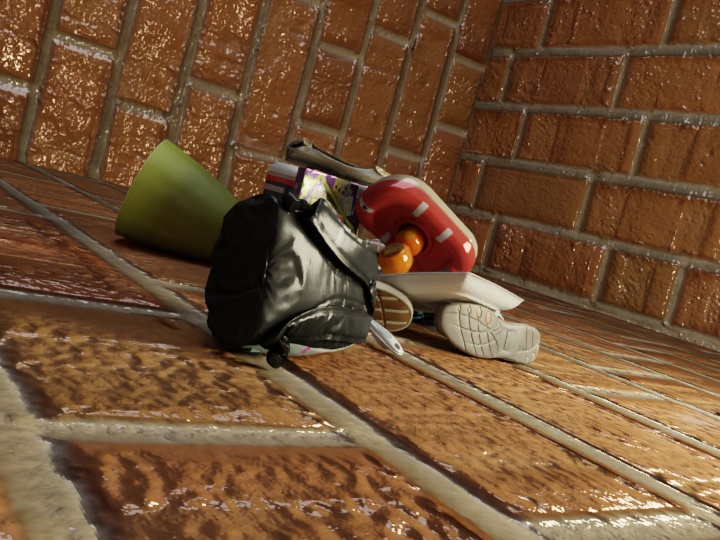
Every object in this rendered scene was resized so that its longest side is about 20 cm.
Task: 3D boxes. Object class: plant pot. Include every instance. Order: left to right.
[{"bbox_3d":[-0.297,-0.097,1.351,0.199,0.188,0.187,29,3,-7],"label":"plant pot"}]

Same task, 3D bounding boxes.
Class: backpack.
[{"bbox_3d":[-0.066,0.013,0.804,0.126,0.169,0.199,12,-4,33],"label":"backpack"}]

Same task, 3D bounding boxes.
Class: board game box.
[{"bbox_3d":[-0.064,-0.047,1.177,0.119,0.202,0.032,12,4,-40],"label":"board game box"}]

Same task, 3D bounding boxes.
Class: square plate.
[{"bbox_3d":[0.119,0.038,1.157,0.198,0.029,0.198,-2,-15,34],"label":"square plate"}]

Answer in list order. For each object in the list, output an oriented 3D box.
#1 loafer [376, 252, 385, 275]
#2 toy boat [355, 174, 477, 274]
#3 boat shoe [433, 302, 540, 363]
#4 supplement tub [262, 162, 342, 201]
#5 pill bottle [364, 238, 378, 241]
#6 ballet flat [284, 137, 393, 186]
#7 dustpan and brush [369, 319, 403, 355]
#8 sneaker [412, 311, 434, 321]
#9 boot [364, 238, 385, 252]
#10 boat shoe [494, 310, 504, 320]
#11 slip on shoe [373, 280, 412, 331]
[{"bbox_3d":[0.000,0.000,1.268,0.072,0.074,0.200,8,3,-22],"label":"loafer"},{"bbox_3d":[0.070,-0.042,1.151,0.200,0.131,0.130,46,-39,-4],"label":"toy boat"},{"bbox_3d":[0.182,0.097,1.157,0.199,0.075,0.073,22,-9,-30],"label":"boat shoe"},{"bbox_3d":[-0.104,-0.064,1.249,0.139,0.202,0.140,15,5,-1],"label":"supplement tub"},{"bbox_3d":[0.035,-0.010,1.604,0.112,0.114,0.200,16,5,9],"label":"pill bottle"},{"bbox_3d":[-0.030,-0.173,1.241,0.198,0.047,0.067,19,6,14],"label":"ballet flat"},{"bbox_3d":[-0.021,0.047,1.002,0.200,0.057,0.139,49,42,15],"label":"dustpan and brush"},{"bbox_3d":[0.112,0.065,1.344,0.198,0.074,0.082,8,23,-18],"label":"sneaker"},{"bbox_3d":[0.043,-0.001,1.410,0.145,0.071,0.200,19,-28,-11],"label":"boot"},{"bbox_3d":[0.214,0.094,1.326,0.071,0.070,0.201,37,10,18],"label":"boat shoe"},{"bbox_3d":[-0.020,0.036,1.115,0.198,0.077,0.061,9,26,3],"label":"slip on shoe"}]
